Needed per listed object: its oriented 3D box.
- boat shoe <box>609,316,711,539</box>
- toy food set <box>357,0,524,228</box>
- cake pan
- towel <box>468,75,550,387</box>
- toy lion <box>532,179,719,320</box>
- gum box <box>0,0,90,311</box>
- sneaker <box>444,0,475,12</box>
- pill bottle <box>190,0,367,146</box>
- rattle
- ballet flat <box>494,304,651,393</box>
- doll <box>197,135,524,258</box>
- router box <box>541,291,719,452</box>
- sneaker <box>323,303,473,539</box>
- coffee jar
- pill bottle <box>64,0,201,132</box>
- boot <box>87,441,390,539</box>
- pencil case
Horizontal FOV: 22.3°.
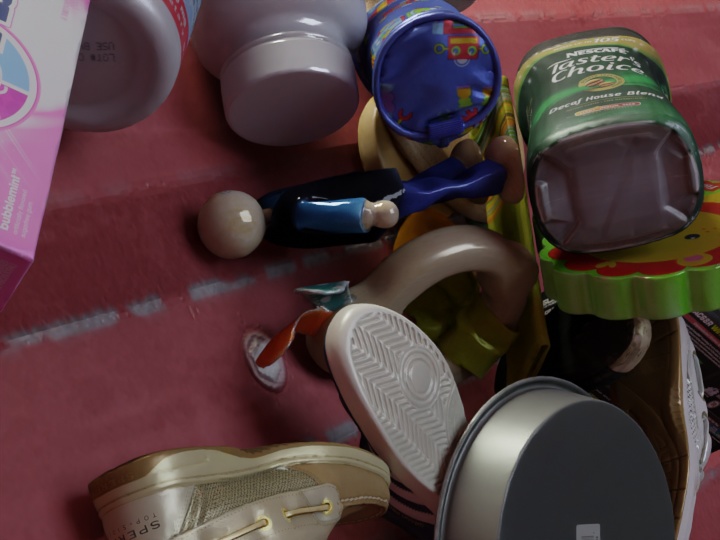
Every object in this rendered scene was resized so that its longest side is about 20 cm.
[{"bbox_3d":[0.201,0.120,1.200,0.069,0.071,0.201,36,54,-43],"label":"boat shoe"},{"bbox_3d":[0.056,-0.117,1.325,0.198,0.049,0.201,16,53,-54],"label":"toy food set"},{"bbox_3d":[0.119,0.161,1.055,0.200,0.037,0.201,4,84,-46],"label":"cake pan"},{"bbox_3d":[0.097,-0.024,1.207,0.086,0.018,0.201,100,-14,-63],"label":"towel"},{"bbox_3d":[0.184,-0.021,1.154,0.191,0.200,0.069,-24,113,-33],"label":"toy lion"},{"bbox_3d":[-0.196,-0.081,0.830,0.113,0.066,0.200,22,45,-20],"label":"gum box"},{"bbox_3d":[0.016,-0.259,1.363,0.200,0.071,0.099,17,50,-60],"label":"sneaker"},{"bbox_3d":[-0.055,-0.183,1.133,0.111,0.111,0.201,25,47,-48],"label":"pill bottle"},{"bbox_3d":[0.000,0.000,1.123,0.199,0.130,0.143,-5,56,-31],"label":"rattle"},{"bbox_3d":[0.146,0.055,1.197,0.057,0.200,0.067,15,73,-13],"label":"ballet flat"},{"bbox_3d":[-0.006,-0.039,1.088,0.200,0.136,0.049,-14,97,-29],"label":"doll"},{"bbox_3d":[0.222,0.065,1.340,0.200,0.150,0.062,36,38,-39],"label":"router box"},{"bbox_3d":[0.021,0.101,1.045,0.200,0.084,0.075,56,50,-28],"label":"sneaker"},{"bbox_3d":[0.152,-0.088,1.151,0.200,0.104,0.086,-88,165,-66],"label":"coffee jar"},{"bbox_3d":[-0.135,-0.175,1.001,0.109,0.109,0.200,46,34,-28],"label":"pill bottle"},{"bbox_3d":[-0.039,0.167,0.912,0.200,0.073,0.156,8,60,-54],"label":"boot"},{"bbox_3d":[0.039,-0.127,1.146,0.200,0.078,0.087,-106,-179,-78],"label":"pencil case"}]
